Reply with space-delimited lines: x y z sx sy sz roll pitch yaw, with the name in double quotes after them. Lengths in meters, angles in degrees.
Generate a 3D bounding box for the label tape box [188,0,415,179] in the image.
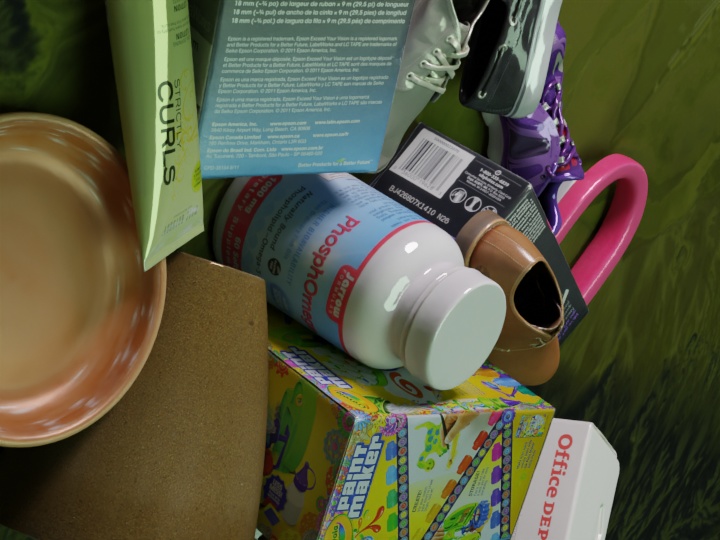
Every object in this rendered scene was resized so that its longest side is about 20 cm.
-0.043 -0.162 1.297 0.144 0.063 0.201 -4 121 -31 "label tape box"

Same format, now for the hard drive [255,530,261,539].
-0.070 0.182 1.619 0.132 0.026 0.200 -52 148 -10 "hard drive"

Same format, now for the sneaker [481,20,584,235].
0.148 -0.113 1.616 0.081 0.083 0.200 -33 139 -35 "sneaker"

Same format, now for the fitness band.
0.186 -0.017 1.791 0.200 0.037 0.144 -53 148 -7 "fitness band"

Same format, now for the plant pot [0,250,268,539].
-0.136 0.088 1.336 0.186 0.186 0.201 23 83 -58 "plant pot"

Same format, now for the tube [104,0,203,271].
-0.123 -0.106 1.230 0.058 0.052 0.201 -12 111 -22 "tube"

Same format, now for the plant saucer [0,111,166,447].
-0.207 0.005 1.212 0.200 0.037 0.201 -2 94 -41 "plant saucer"

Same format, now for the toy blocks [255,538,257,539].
-0.142 0.239 1.501 0.136 0.100 0.200 -28 146 4 "toy blocks"

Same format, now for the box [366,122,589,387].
0.085 -0.004 1.583 0.106 0.122 0.200 -49 147 -12 "box"

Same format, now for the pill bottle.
0.000 0.000 1.398 0.109 0.200 0.109 -34 140 -34 "pill bottle"

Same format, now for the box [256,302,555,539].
-0.007 0.109 1.446 0.192 0.200 0.122 2 113 -41 "box"

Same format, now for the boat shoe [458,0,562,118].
0.109 -0.212 1.502 0.066 0.070 0.201 0 114 -22 "boat shoe"

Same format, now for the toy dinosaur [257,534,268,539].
-0.032 0.201 1.525 0.200 0.135 0.086 11 101 -59 "toy dinosaur"

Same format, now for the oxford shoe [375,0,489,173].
0.046 -0.158 1.464 0.075 0.058 0.200 5 114 -58 "oxford shoe"

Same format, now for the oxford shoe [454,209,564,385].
0.121 0.038 1.491 0.071 0.071 0.200 -48 148 -13 "oxford shoe"

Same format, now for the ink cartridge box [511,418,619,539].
0.097 0.194 1.657 0.084 0.199 0.146 49 50 -55 "ink cartridge box"
